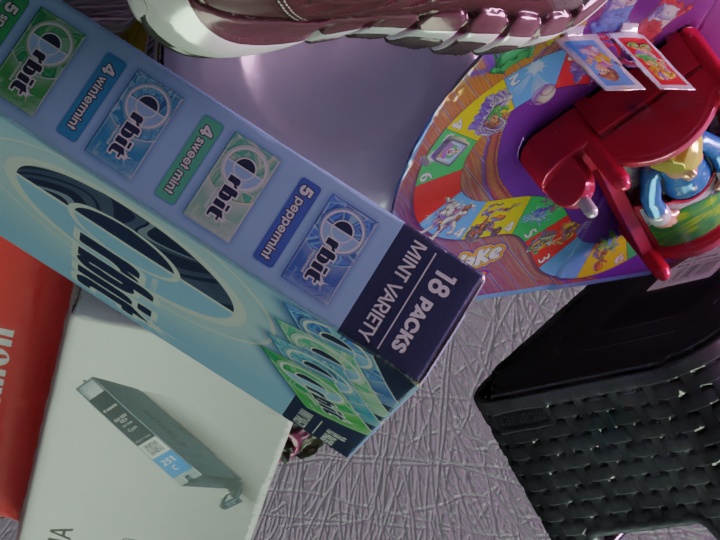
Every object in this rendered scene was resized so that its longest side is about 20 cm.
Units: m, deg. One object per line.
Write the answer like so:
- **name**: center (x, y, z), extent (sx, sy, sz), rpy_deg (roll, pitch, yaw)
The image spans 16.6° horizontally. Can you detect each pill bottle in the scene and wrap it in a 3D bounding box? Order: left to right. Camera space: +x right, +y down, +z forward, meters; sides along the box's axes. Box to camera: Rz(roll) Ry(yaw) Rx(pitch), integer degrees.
- **pill bottle**: center (-0.037, -0.062, 0.919), extent (0.112, 0.113, 0.200), rpy_deg (-12, 178, -18)

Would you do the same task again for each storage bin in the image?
- **storage bin**: center (0.159, 0.032, 0.982), extent (0.200, 0.094, 0.135), rpy_deg (-38, -166, -38)

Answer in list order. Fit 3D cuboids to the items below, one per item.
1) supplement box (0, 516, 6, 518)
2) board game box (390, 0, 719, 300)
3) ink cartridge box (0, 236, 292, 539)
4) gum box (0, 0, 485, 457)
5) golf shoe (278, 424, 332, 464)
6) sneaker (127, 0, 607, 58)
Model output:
- **supplement box**: center (-0.096, 0.045, 1.100), extent (0.199, 0.061, 0.109), rpy_deg (-15, 155, -7)
- **board game box**: center (0.105, -0.035, 0.856), extent (0.199, 0.039, 0.158), rpy_deg (-7, 139, -35)
- **ink cartridge box**: center (-0.121, 0.061, 0.976), extent (0.175, 0.045, 0.200), rpy_deg (11, 139, -8)
- **gum box**: center (-0.067, -0.019, 0.805), extent (0.045, 0.199, 0.170), rpy_deg (-58, -179, -14)
- **golf shoe**: center (0.000, 0.000, 1.016), extent (0.200, 0.072, 0.092), rpy_deg (-45, -151, 21)
- **sneaker**: center (0.037, -0.110, 0.691), extent (0.199, 0.076, 0.115), rpy_deg (-17, 172, -38)
